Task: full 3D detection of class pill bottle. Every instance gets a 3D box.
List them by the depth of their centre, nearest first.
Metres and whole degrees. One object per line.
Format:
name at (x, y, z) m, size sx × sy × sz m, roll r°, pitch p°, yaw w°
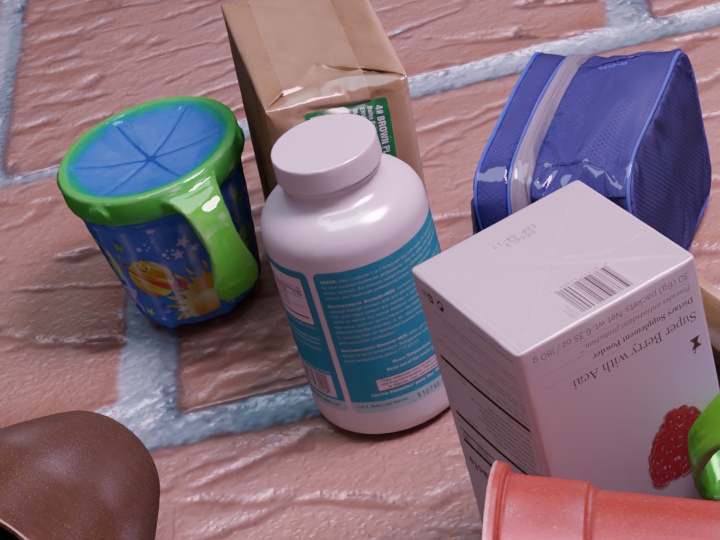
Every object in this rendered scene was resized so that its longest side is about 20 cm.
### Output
pill bottle at (0.000, 0.000, 1.375) m, size 0.110 × 0.201 × 0.111 m, roll -11°, pitch 34°, yaw 7°

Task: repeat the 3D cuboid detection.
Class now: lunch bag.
lunch bag at (0.152, -0.055, 1.450) m, size 0.132 × 0.136 × 0.200 m, roll 1°, pitch 38°, yaw 26°

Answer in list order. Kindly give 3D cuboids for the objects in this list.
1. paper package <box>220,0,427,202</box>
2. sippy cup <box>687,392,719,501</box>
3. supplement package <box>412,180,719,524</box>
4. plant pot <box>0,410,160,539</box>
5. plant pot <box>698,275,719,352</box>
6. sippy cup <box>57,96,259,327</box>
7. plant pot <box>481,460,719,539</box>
paper package at (-0.018, -0.082, 1.501) m, size 0.103 × 0.201 × 0.191 m, roll -15°, pitch 34°, yaw -6°
sippy cup at (0.273, 0.099, 1.125) m, size 0.177 × 0.140 × 0.130 m, roll -22°, pitch -16°, yaw -43°
supplement package at (0.128, 0.075, 1.208) m, size 0.121 × 0.201 × 0.120 m, roll -28°, pitch 35°, yaw -16°
plant pot at (-0.202, 0.169, 1.262) m, size 0.186 × 0.188 × 0.200 m, roll -3°, pitch 21°, yaw 20°
plant pot at (0.217, 0.029, 1.279) m, size 0.028 × 0.200 × 0.200 m, roll -54°, pitch 36°, yaw 7°
sippy cup at (-0.136, -0.036, 1.538) m, size 0.139 × 0.131 × 0.178 m, roll -11°, pitch 34°, yaw 12°
plant pot at (0.163, 0.196, 1.043) m, size 0.194 × 0.201 × 0.201 m, roll 0°, pitch 35°, yaw 9°
